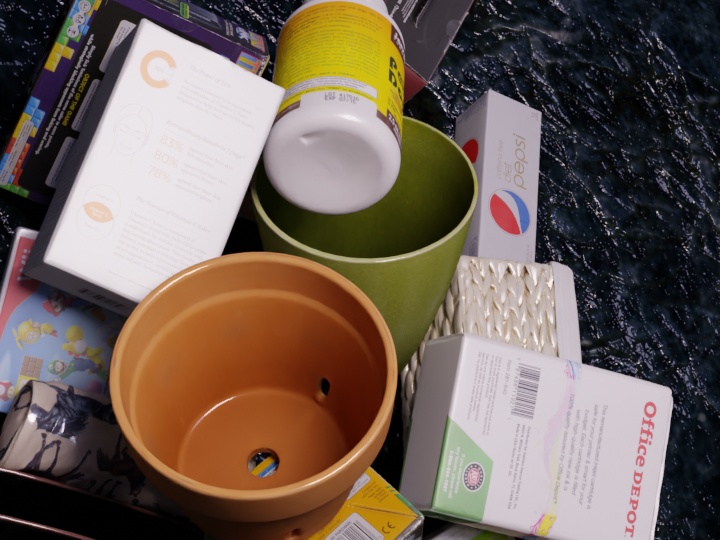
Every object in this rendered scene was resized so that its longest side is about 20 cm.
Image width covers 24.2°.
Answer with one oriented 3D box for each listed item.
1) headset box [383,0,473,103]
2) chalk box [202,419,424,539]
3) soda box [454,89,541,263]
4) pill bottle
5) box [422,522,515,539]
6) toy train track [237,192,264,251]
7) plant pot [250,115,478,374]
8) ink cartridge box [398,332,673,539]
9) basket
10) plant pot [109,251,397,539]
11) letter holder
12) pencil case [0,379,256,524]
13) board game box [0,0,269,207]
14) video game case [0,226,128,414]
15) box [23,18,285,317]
[{"bbox_3d":[0.020,-0.206,1.562,0.077,0.200,0.149,36,53,-12],"label":"headset box"},{"bbox_3d":[-0.036,0.239,1.320,0.125,0.201,0.124,-38,63,-26],"label":"chalk box"},{"bbox_3d":[0.132,-0.073,1.657,0.068,0.064,0.201,20,58,-23],"label":"soda box"},{"bbox_3d":[-0.018,-0.147,1.365,0.109,0.109,0.201,25,41,-20],"label":"pill bottle"},{"bbox_3d":[0.099,0.317,1.417,0.112,0.101,0.201,-24,81,-38],"label":"box"},{"bbox_3d":[-0.111,-0.056,1.515,0.199,0.033,0.115,20,65,-17],"label":"toy train track"},{"bbox_3d":[0.000,0.000,1.437,0.186,0.201,0.188,1,44,-1],"label":"plant pot"},{"bbox_3d":[0.144,0.147,1.384,0.199,0.084,0.146,15,77,-19],"label":"ink cartridge box"},{"bbox_3d":[0.115,0.098,1.516,0.123,0.135,0.201,11,62,-26],"label":"basket"},{"bbox_3d":[-0.074,0.107,1.205,0.198,0.140,0.201,0,54,0],"label":"plant pot"},{"bbox_3d":[-0.213,0.212,1.239,0.199,0.142,0.101,21,57,-23],"label":"letter holder"},{"bbox_3d":[-0.185,0.145,1.294,0.199,0.090,0.078,19,42,-20],"label":"pencil case"},{"bbox_3d":[-0.192,-0.134,1.391,0.164,0.201,0.057,23,21,-20],"label":"board game box"},{"bbox_3d":[-0.194,0.060,1.335,0.199,0.017,0.144,15,88,-19],"label":"video game case"},{"bbox_3d":[-0.159,-0.069,1.289,0.124,0.097,0.201,25,77,-17],"label":"box"}]
